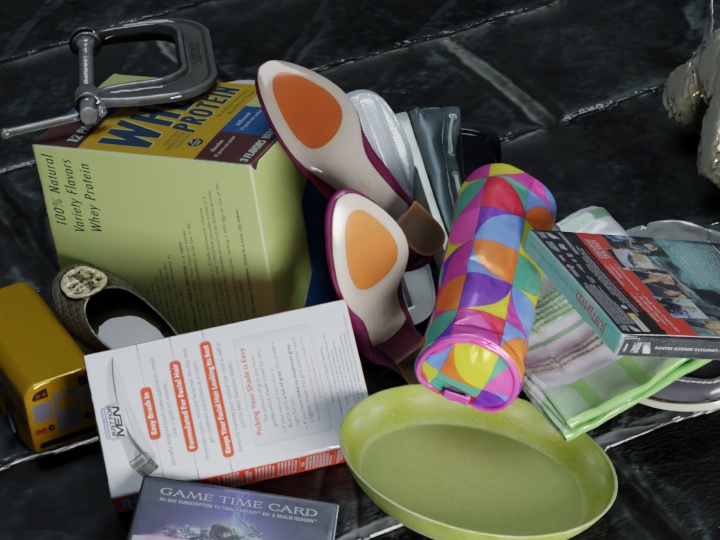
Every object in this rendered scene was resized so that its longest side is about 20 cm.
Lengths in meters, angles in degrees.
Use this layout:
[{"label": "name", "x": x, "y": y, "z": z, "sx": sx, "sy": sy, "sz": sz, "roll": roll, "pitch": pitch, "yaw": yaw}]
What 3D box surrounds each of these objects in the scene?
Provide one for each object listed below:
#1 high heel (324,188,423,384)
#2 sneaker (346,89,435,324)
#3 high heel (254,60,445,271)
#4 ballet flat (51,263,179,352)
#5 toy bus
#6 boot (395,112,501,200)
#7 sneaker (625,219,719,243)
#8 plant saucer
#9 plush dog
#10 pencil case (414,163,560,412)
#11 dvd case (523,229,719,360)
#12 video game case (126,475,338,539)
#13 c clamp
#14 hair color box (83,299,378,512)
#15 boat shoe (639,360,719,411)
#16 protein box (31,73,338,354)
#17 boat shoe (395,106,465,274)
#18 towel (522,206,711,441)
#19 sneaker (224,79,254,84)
[{"label": "high heel", "x": 0.000, "y": 0.000, "z": 1.674, "sx": 0.067, "sy": 0.200, "sz": 0.096, "roll": -39, "pitch": 43, "yaw": -9}, {"label": "sneaker", "x": 0.009, "y": -0.053, "z": 1.763, "sx": 0.073, "sy": 0.201, "sz": 0.071, "roll": -16, "pitch": 21, "yaw": -12}, {"label": "high heel", "x": -0.017, "y": -0.077, "z": 1.690, "sx": 0.067, "sy": 0.200, "sz": 0.096, "roll": -40, "pitch": 3, "yaw": -14}, {"label": "ballet flat", "x": -0.167, "y": 0.057, "z": 1.690, "sx": 0.067, "sy": 0.046, "sz": 0.200, "roll": -35, "pitch": 65, "yaw": -24}, {"label": "toy bus", "x": -0.265, "y": 0.073, "z": 1.735, "sx": 0.065, "sy": 0.079, "sz": 0.200, "roll": -20, "pitch": 32, "yaw": -19}, {"label": "boot", "x": 0.026, "y": -0.075, "z": 1.909, "sx": 0.199, "sy": 0.077, "sz": 0.168, "roll": 3, "pitch": 28, "yaw": 7}, {"label": "sneaker", "x": 0.298, "y": -0.004, "z": 1.751, "sx": 0.199, "sy": 0.078, "sz": 0.082, "roll": 0, "pitch": 4, "yaw": 13}, {"label": "plant saucer", "x": 0.080, "y": 0.142, "z": 1.531, "sx": 0.199, "sy": 0.031, "sz": 0.200, "roll": 9, "pitch": 26, "yaw": -5}, {"label": "plush dog", "x": 0.380, "y": -0.151, "z": 1.907, "sx": 0.171, "sy": 0.161, "sz": 0.200, "roll": 13, "pitch": 28, "yaw": -17}, {"label": "pencil case", "x": 0.095, "y": 0.012, "z": 1.615, "sx": 0.088, "sy": 0.089, "sz": 0.201, "roll": 1, "pitch": 43, "yaw": 16}, {"label": "dvd case", "x": 0.234, "y": 0.019, "z": 1.584, "sx": 0.199, "sy": 0.022, "sz": 0.146, "roll": 2, "pitch": 31, "yaw": -29}, {"label": "video game case", "x": -0.093, "y": 0.215, "z": 1.469, "sx": 0.142, "sy": 0.019, "sz": 0.200, "roll": 8, "pitch": 32, "yaw": 0}, {"label": "c clamp", "x": -0.201, "y": -0.167, "z": 1.784, "sx": 0.170, "sy": 0.027, "sz": 0.200, "roll": -7, "pitch": 27, "yaw": 2}, {"label": "hair color box", "x": -0.096, "y": 0.100, "z": 1.608, "sx": 0.199, "sy": 0.064, "sz": 0.112, "roll": -11, "pitch": 74, "yaw": -7}, {"label": "boat shoe", "x": 0.210, "y": 0.048, "z": 1.667, "sx": 0.072, "sy": 0.063, "sz": 0.200, "roll": -28, "pitch": 35, "yaw": -30}, {"label": "protein box", "x": -0.131, "y": -0.038, "z": 1.767, "sx": 0.199, "sy": 0.200, "sz": 0.135, "roll": 6, "pitch": 32, "yaw": 25}, {"label": "boat shoe", "x": 0.082, "y": -0.048, "z": 1.782, "sx": 0.061, "sy": 0.073, "sz": 0.201, "roll": -16, "pitch": 66, "yaw": -6}, {"label": "towel", "x": 0.168, "y": 0.032, "z": 1.637, "sx": 0.149, "sy": 0.031, "sz": 0.200, "roll": -30, "pitch": 39, "yaw": -8}, {"label": "sneaker", "x": -0.151, "y": -0.111, "z": 2.021, "sx": 0.199, "sy": 0.076, "sz": 0.092, "roll": -24, "pitch": 27, "yaw": -11}]
